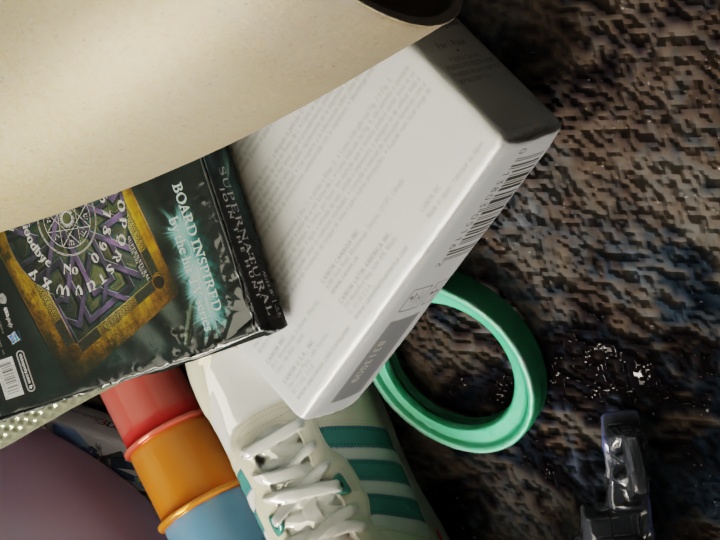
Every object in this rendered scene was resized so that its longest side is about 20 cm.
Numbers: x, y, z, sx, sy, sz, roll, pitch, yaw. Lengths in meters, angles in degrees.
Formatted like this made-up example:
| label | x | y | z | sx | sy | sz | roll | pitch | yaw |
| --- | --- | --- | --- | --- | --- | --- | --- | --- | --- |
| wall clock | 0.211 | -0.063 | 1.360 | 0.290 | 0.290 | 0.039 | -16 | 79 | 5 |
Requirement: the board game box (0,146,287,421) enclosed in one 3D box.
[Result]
| label | x | y | z | sx | sy | sz | roll | pitch | yaw |
| --- | --- | --- | --- | --- | --- | --- | --- | --- | --- |
| board game box | -0.121 | -0.051 | 0.746 | 0.135 | 0.028 | 0.201 | -18 | 90 | 24 |

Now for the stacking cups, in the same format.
| label | x | y | z | sx | sy | sz | roll | pitch | yaw |
| --- | --- | --- | --- | --- | --- | --- | --- | --- | --- |
| stacking cups | -0.059 | 0.126 | 0.852 | 0.060 | 0.060 | 0.201 | -39 | 72 | 43 |

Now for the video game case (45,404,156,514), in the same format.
| label | x | y | z | sx | sy | sz | roll | pitch | yaw |
| --- | --- | --- | --- | --- | --- | --- | --- | --- | --- |
| video game case | -0.077 | 0.175 | 0.952 | 0.182 | 0.022 | 0.201 | 15 | 127 | 24 |

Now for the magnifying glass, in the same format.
| label | x | y | z | sx | sy | sz | roll | pitch | yaw |
| --- | --- | --- | --- | --- | --- | --- | --- | --- | --- |
| magnifying glass | 0.000 | 0.000 | 0.785 | 0.200 | 0.022 | 0.080 | 46 | 133 | 1 |

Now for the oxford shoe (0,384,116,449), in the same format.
| label | x | y | z | sx | sy | sz | roll | pitch | yaw |
| --- | --- | --- | --- | --- | --- | --- | --- | --- | --- |
| oxford shoe | -0.167 | 0.039 | 0.820 | 0.058 | 0.199 | 0.075 | 52 | 156 | 30 |

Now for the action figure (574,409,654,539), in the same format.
| label | x | y | z | sx | sy | sz | roll | pitch | yaw |
| --- | --- | --- | --- | --- | --- | --- | --- | --- | --- |
| action figure | 0.078 | 0.163 | 0.748 | 0.104 | 0.193 | 0.201 | -3 | 95 | 2 |

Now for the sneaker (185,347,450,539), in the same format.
| label | x | y | z | sx | sy | sz | roll | pitch | yaw |
| --- | --- | --- | --- | --- | --- | --- | --- | --- | --- |
| sneaker | -0.012 | 0.103 | 0.799 | 0.070 | 0.093 | 0.200 | -27 | 108 | 9 |

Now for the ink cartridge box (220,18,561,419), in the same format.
| label | x | y | z | sx | sy | sz | roll | pitch | yaw |
| --- | --- | --- | --- | --- | --- | --- | --- | --- | --- |
| ink cartridge box | -0.035 | -0.065 | 0.744 | 0.200 | 0.047 | 0.160 | 49 | 125 | 19 |

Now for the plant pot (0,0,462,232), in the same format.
| label | x | y | z | sx | sy | sz | roll | pitch | yaw |
| --- | --- | --- | --- | --- | --- | --- | --- | --- | --- |
| plant pot | -0.099 | -0.103 | 0.632 | 0.200 | 0.187 | 0.188 | -36 | 97 | 24 |

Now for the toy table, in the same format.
| label | x | y | z | sx | sy | sz | roll | pitch | yaw |
| --- | --- | --- | --- | --- | --- | --- | --- | --- | --- |
| toy table | -0.197 | 0.151 | 0.893 | 0.199 | 0.184 | 0.117 | 30 | 119 | 2 |
